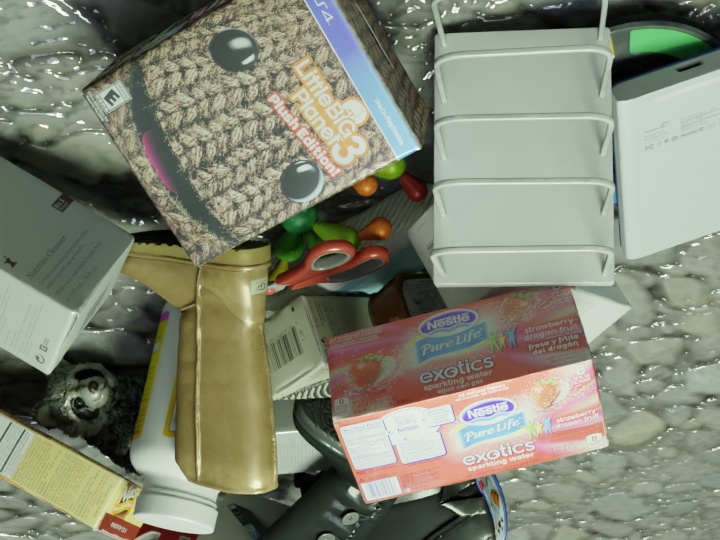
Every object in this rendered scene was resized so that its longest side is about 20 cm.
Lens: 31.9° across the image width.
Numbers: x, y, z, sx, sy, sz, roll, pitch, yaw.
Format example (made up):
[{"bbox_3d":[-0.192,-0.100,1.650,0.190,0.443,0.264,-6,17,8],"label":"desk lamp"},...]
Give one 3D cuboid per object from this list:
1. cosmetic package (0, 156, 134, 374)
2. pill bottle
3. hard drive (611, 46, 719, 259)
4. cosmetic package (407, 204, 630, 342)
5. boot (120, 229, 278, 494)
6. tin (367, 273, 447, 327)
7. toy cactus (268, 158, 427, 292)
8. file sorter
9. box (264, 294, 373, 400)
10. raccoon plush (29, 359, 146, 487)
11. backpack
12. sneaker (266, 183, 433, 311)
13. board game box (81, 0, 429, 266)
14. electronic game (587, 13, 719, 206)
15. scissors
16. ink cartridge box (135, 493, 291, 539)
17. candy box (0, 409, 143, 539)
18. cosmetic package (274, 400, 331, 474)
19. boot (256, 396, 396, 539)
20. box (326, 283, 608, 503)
[{"bbox_3d":[-0.294,-0.023,0.989,0.199,0.113,0.081,31,128,-5],"label":"cosmetic package"},{"bbox_3d":[-0.148,0.130,1.142,0.103,0.202,0.104,9,159,4],"label":"pill bottle"},{"bbox_3d":[0.280,-0.099,1.070,0.131,0.025,0.201,-19,140,0],"label":"hard drive"},{"bbox_3d":[0.141,0.000,1.091,0.074,0.102,0.199,-44,147,26],"label":"cosmetic package"},{"bbox_3d":[-0.144,0.072,1.047,0.066,0.174,0.202,-13,107,-52],"label":"boot"},{"bbox_3d":[0.078,0.054,1.121,0.042,0.112,0.200,-38,164,22],"label":"tin"},{"bbox_3d":[-0.059,-0.071,1.061,0.199,0.103,0.166,-25,115,19],"label":"toy cactus"},{"bbox_3d":[0.118,-0.097,0.928,0.137,0.202,0.125,-1,170,8],"label":"file sorter"},{"bbox_3d":[0.000,0.071,1.157,0.199,0.069,0.082,3,150,-47],"label":"box"},{"bbox_3d":[-0.261,0.165,1.257,0.133,0.097,0.201,12,133,-10],"label":"raccoon plush"},{"bbox_3d":[0.059,0.263,1.336,0.190,0.201,0.154,-27,175,23],"label":"backpack"},{"bbox_3d":[0.000,0.000,1.139,0.199,0.074,0.082,-23,131,15],"label":"sneaker"},{"bbox_3d":[-0.074,-0.126,0.941,0.199,0.097,0.160,-27,108,17],"label":"board game box"},{"bbox_3d":[0.223,-0.130,1.067,0.198,0.042,0.201,-5,135,-5],"label":"electronic game"},{"bbox_3d":[-0.064,0.014,1.071,0.199,0.014,0.073,-25,155,36],"label":"scissors"},{"bbox_3d":[-0.163,0.286,1.303,0.175,0.200,0.045,16,109,7],"label":"ink cartridge box"},{"bbox_3d":[-0.301,0.184,1.190,0.199,0.056,0.116,24,165,14],"label":"candy box"},{"bbox_3d":[-0.067,0.142,1.253,0.198,0.102,0.074,-4,135,-8],"label":"cosmetic package"},{"bbox_3d":[-0.045,0.215,1.212,0.164,0.066,0.200,29,123,-24],"label":"boot"},{"bbox_3d":[0.081,0.093,0.979,0.198,0.095,0.103,-15,130,7],"label":"box"}]
